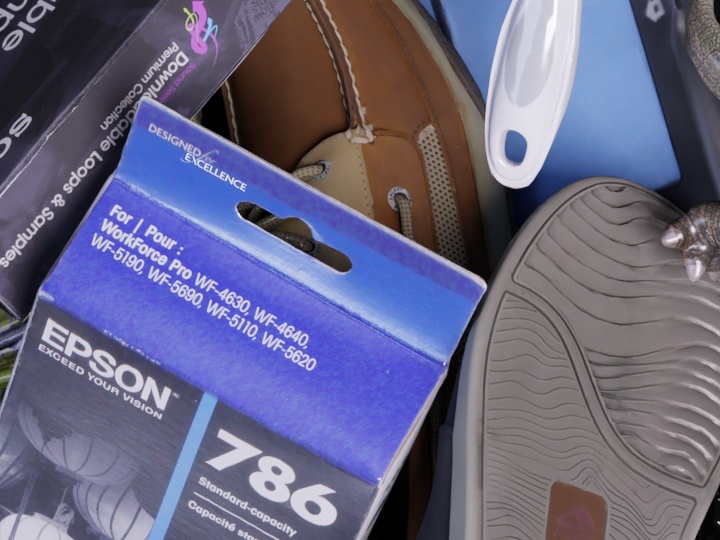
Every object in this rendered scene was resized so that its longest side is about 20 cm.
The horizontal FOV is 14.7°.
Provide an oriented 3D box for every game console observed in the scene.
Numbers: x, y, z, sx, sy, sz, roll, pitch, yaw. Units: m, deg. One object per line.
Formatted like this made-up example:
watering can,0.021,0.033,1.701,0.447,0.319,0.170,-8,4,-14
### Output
game console,0.033,-0.047,0.791,0.177,0.031,0.201,-25,79,52

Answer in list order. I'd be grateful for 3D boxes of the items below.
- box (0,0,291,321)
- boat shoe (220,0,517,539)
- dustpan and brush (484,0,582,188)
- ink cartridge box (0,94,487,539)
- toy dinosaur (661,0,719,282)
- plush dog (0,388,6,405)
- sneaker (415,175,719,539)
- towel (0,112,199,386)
box,-0.102,-0.079,0.782,0.143,0.036,0.200,-50,39,-9
boat shoe,0.000,0.000,0.764,0.076,0.074,0.201,-38,69,45
dustpan and brush,0.061,-0.118,0.676,0.139,0.057,0.201,18,118,16
ink cartridge box,-0.046,0.056,0.719,0.099,0.039,0.201,28,133,6
toy dinosaur,0.133,0.013,0.660,0.102,0.077,0.201,-26,64,31
plush dog,-0.090,0.072,0.889,0.200,0.160,0.172,38,162,52
sneaker,0.032,0.075,0.699,0.106,0.074,0.201,-45,24,54
towel,-0.114,-0.029,0.844,0.143,0.023,0.201,-20,38,17
